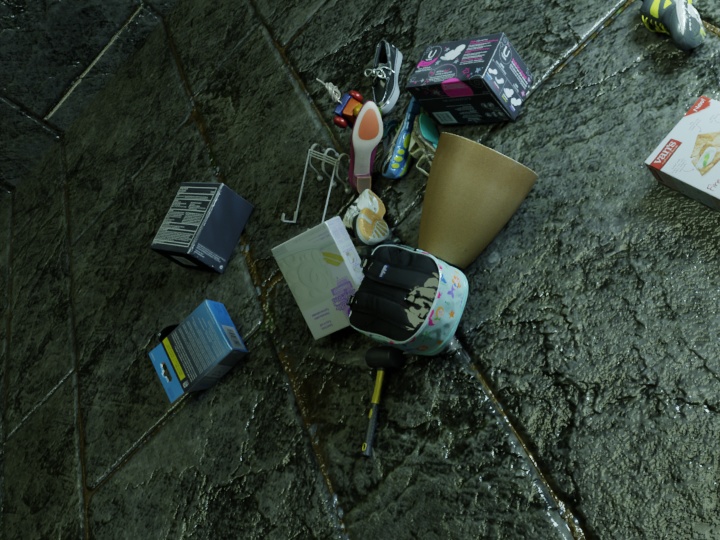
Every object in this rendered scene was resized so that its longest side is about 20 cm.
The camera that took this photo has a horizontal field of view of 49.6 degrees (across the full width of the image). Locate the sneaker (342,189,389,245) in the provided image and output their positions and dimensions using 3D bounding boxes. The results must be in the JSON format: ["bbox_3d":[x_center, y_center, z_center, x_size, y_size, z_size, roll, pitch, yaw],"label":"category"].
[{"bbox_3d":[0.004,-0.088,1.578,0.088,0.076,0.200,-40,17,20],"label":"sneaker"}]

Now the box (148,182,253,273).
[{"bbox_3d":[-0.405,-0.111,1.987,0.200,0.123,0.199,8,70,46],"label":"box"}]

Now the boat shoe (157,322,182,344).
[{"bbox_3d":[-0.404,0.158,1.844,0.201,0.063,0.074,-10,54,39],"label":"boat shoe"}]

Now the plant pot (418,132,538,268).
[{"bbox_3d":[0.183,-0.113,1.368,0.186,0.186,0.201,32,98,51],"label":"plant pot"}]

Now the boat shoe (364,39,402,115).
[{"bbox_3d":[0.052,-0.453,1.813,0.073,0.068,0.200,-10,56,41],"label":"boat shoe"}]

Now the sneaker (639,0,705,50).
[{"bbox_3d":[0.525,-0.429,1.325,0.085,0.074,0.200,-29,36,36],"label":"sneaker"}]

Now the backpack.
[{"bbox_3d":[0.093,0.055,1.340,0.200,0.150,0.178,11,78,58],"label":"backpack"}]

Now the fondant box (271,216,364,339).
[{"bbox_3d":[-0.065,0.016,1.508,0.144,0.201,0.058,-25,4,31],"label":"fondant box"}]

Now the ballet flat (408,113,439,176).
[{"bbox_3d":[0.137,-0.241,1.582,0.075,0.068,0.200,-47,42,24],"label":"ballet flat"}]

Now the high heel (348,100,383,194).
[{"bbox_3d":[0.003,-0.267,1.662,0.096,0.067,0.201,-115,32,-66],"label":"high heel"}]

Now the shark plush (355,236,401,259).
[{"bbox_3d":[0.000,0.000,1.575,0.200,0.091,0.083,-30,62,-2],"label":"shark plush"}]

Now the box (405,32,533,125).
[{"bbox_3d":[0.216,-0.373,1.540,0.200,0.132,0.115,8,65,47],"label":"box"}]

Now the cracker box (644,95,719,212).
[{"bbox_3d":[0.533,-0.159,1.123,0.134,0.058,0.200,-50,38,4],"label":"cracker box"}]

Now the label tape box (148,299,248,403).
[{"bbox_3d":[-0.365,0.185,1.748,0.200,0.063,0.144,-41,62,16],"label":"label tape box"}]

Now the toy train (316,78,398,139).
[{"bbox_3d":[-0.003,-0.346,1.692,0.116,0.200,0.085,23,80,46],"label":"toy train"}]

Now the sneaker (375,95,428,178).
[{"bbox_3d":[0.084,-0.291,1.662,0.083,0.071,0.200,11,74,42],"label":"sneaker"}]

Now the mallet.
[{"bbox_3d":[0.034,0.227,1.373,0.066,0.041,0.201,-18,55,41],"label":"mallet"}]

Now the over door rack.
[{"bbox_3d":[-0.092,-0.179,1.770,0.148,0.066,0.201,30,99,55],"label":"over door rack"}]
